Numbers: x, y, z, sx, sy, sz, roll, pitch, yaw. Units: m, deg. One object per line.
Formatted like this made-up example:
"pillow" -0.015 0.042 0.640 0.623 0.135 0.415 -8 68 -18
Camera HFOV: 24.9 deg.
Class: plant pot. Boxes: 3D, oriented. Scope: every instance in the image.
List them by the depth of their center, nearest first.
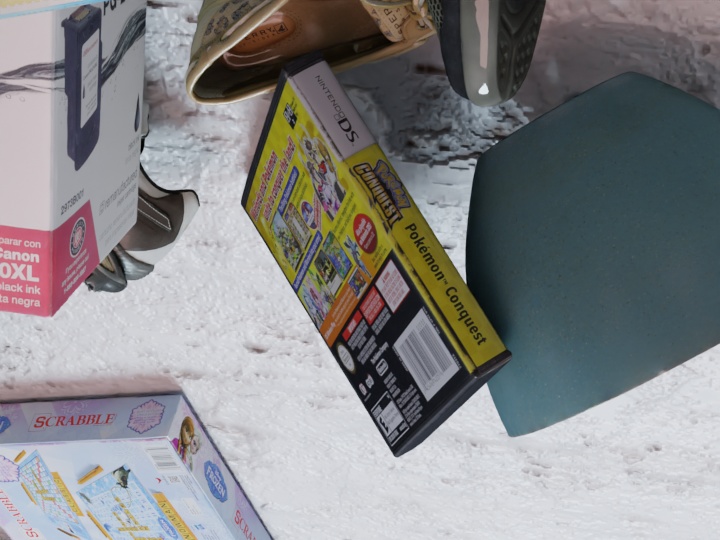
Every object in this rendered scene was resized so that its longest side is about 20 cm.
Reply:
"plant pot" 0.131 -0.021 0.840 0.200 0.200 0.135 -31 87 40

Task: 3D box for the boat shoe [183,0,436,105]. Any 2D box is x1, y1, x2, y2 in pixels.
"boat shoe" -0.003 -0.132 0.829 0.199 0.063 0.073 -19 128 33

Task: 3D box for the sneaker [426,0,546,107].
"sneaker" 0.023 -0.173 0.737 0.114 0.076 0.201 1 112 28

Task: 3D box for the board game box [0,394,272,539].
"board game box" -0.190 0.175 1.246 0.198 0.041 0.201 -4 136 21

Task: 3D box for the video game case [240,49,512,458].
"video game case" 0.000 0.000 0.876 0.181 0.025 0.200 58 162 10

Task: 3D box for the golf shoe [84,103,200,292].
"golf shoe" -0.174 -0.085 0.940 0.094 0.078 0.200 -38 103 -5

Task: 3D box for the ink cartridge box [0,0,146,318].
"ink cartridge box" -0.164 -0.099 0.800 0.084 0.145 0.201 8 112 7

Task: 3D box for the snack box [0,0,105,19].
"snack box" -0.152 -0.205 0.659 0.115 0.037 0.201 -6 109 15
